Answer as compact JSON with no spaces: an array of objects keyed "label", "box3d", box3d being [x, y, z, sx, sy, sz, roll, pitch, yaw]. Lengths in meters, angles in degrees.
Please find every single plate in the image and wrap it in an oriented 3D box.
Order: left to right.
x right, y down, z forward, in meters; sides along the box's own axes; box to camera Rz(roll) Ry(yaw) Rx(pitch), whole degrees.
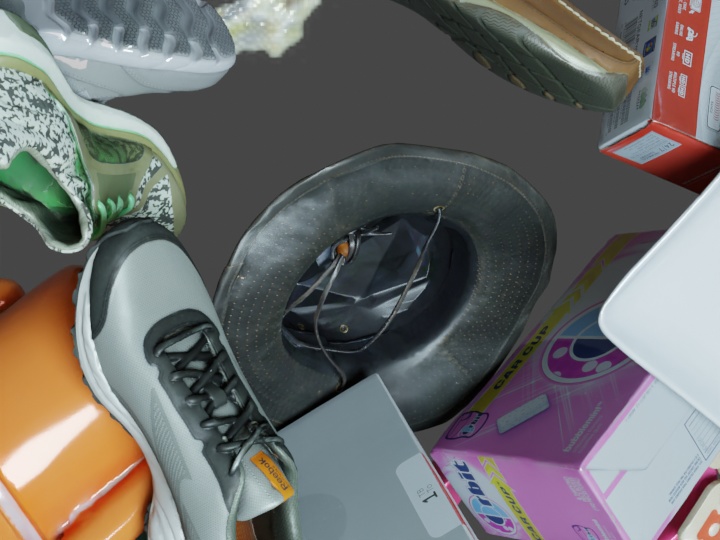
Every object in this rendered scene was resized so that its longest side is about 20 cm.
[{"label":"plate","box3d":[0.239,0.001,0.728,0.200,0.032,0.200,38,95,-22]}]

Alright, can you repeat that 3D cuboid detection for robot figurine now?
[{"label":"robot figurine","box3d":[-0.161,0.076,0.738,0.200,0.117,0.144,-38,96,-17]}]

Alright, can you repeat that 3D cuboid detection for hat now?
[{"label":"hat","box3d":[0.000,0.000,0.782,0.200,0.081,0.201,-16,128,-21]}]

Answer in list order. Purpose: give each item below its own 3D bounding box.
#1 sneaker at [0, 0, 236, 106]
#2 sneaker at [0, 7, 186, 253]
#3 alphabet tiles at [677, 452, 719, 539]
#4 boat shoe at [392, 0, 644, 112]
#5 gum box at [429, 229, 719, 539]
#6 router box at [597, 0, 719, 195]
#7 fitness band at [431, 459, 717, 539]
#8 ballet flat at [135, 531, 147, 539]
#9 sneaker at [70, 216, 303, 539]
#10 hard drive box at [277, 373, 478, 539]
[{"label":"sneaker","box3d":[-0.162,-0.106,0.732,0.199,0.075,0.082,-1,140,-20]},{"label":"sneaker","box3d":[-0.142,-0.037,0.694,0.077,0.089,0.200,-26,152,14]},{"label":"alphabet tiles","box3d":[0.284,0.113,0.920,0.200,0.015,0.196,36,85,-28]},{"label":"boat shoe","box3d":[0.056,-0.155,0.726,0.200,0.076,0.074,35,85,13]},{"label":"gum box","box3d":[0.146,0.055,0.791,0.200,0.113,0.066,-46,114,-28]},{"label":"router box","box3d":[0.225,-0.127,0.782,0.179,0.049,0.201,19,68,-20]},{"label":"fitness band","box3d":[0.125,0.147,0.891,0.199,0.037,0.144,-20,110,-11]},{"label":"ballet flat","box3d":[-0.118,0.162,0.757,0.200,0.068,0.075,-33,106,-2]},{"label":"sneaker","box3d":[-0.068,0.070,0.670,0.074,0.079,0.201,-25,101,-44]},{"label":"hard drive box","box3d":[0.040,0.179,0.756,0.077,0.156,0.200,-31,123,-1]}]
